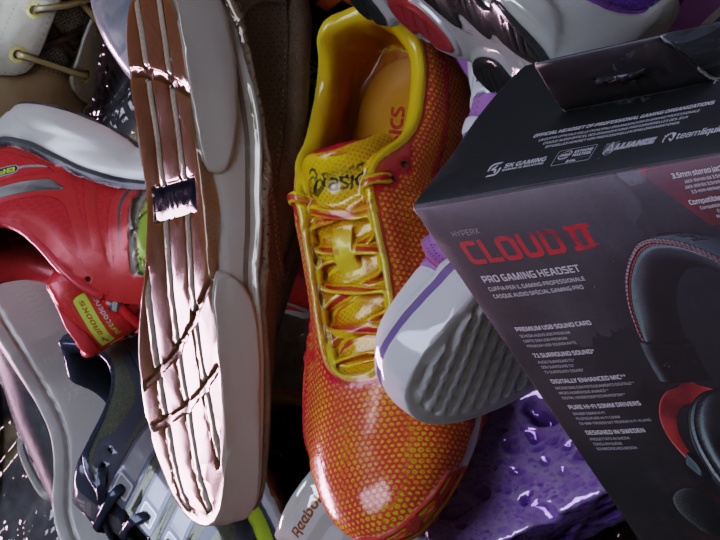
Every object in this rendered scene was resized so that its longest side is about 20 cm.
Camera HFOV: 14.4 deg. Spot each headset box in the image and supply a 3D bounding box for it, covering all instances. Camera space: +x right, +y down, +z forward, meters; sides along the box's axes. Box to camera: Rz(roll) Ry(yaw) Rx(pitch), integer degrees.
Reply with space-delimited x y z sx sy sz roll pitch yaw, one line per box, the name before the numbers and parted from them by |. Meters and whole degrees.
headset box | 0.122 0.010 0.841 0.148 0.200 0.075 -8 34 47

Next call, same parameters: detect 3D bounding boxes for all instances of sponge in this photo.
sponge | 0.058 0.003 1.012 0.111 0.030 0.200 -28 54 20

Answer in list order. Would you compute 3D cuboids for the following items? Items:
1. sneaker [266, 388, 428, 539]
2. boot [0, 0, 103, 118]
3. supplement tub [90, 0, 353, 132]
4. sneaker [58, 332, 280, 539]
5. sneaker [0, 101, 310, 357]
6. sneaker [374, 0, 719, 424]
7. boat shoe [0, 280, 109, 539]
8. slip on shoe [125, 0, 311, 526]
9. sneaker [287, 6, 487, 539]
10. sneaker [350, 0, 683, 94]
sneaker | 0.016 0.114 1.021 0.200 0.085 0.073 47 113 42
boot | -0.121 -0.126 1.259 0.155 0.072 0.200 -30 58 38
supplement tub | -0.003 -0.144 1.086 0.200 0.122 0.123 -44 50 33
sneaker | -0.070 0.099 1.111 0.074 0.081 0.200 97 163 -53
sneaker | -0.078 0.001 1.112 0.200 0.077 0.085 15 63 30
sneaker | 0.052 -0.038 0.965 0.114 0.073 0.200 32 63 30
boat shoe | -0.108 0.074 1.192 0.200 0.074 0.060 59 166 21
slip on shoe | -0.044 -0.009 1.031 0.076 0.060 0.201 -7 89 61
sneaker | 0.000 0.000 0.986 0.073 0.077 0.200 -16 59 27
sneaker | 0.035 -0.122 0.956 0.083 0.081 0.200 -40 53 -15
